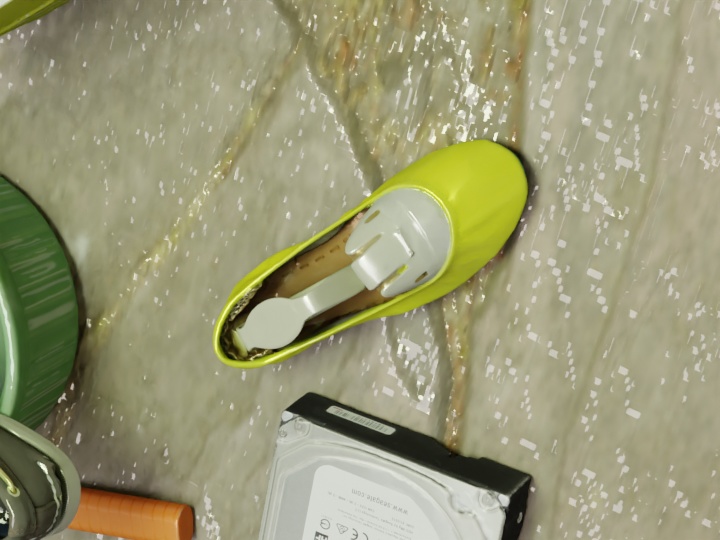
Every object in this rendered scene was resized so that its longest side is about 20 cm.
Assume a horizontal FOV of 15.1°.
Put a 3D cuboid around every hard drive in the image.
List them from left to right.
[{"bbox_3d":[0.007,0.181,1.482,0.139,0.038,0.201,21,116,20],"label":"hard drive"}]

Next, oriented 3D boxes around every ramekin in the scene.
[{"bbox_3d":[-0.255,0.029,1.514,0.199,0.098,0.201,5,103,22],"label":"ramekin"}]

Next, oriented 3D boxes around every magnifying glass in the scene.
[{"bbox_3d":[-0.188,0.134,1.572,0.199,0.022,0.080,6,109,24],"label":"magnifying glass"}]

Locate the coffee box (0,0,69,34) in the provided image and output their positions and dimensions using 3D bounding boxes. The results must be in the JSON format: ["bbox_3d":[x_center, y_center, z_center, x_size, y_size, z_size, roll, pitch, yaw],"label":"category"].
[{"bbox_3d":[-0.190,-0.225,1.345,0.199,0.200,0.198,-26,95,31],"label":"coffee box"}]

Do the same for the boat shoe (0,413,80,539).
[{"bbox_3d":[-0.246,0.089,1.434,0.201,0.060,0.072,24,109,16],"label":"boat shoe"}]

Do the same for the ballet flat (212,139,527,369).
[{"bbox_3d":[0.000,0.000,1.404,0.200,0.067,0.067,-30,92,31],"label":"ballet flat"}]
